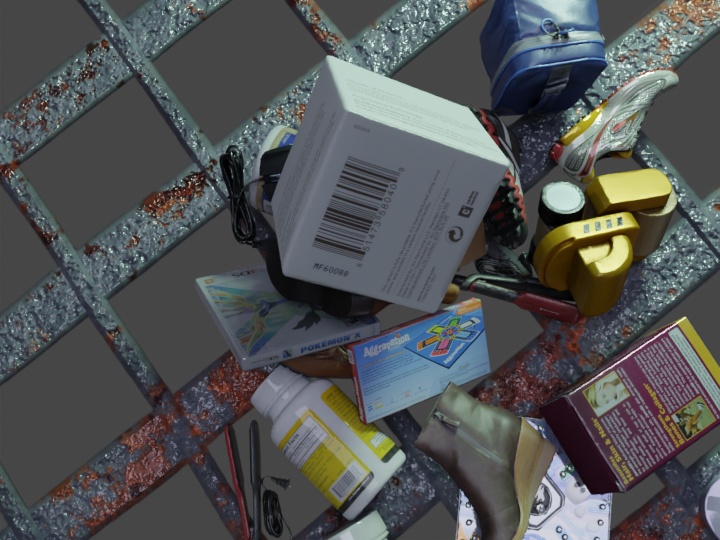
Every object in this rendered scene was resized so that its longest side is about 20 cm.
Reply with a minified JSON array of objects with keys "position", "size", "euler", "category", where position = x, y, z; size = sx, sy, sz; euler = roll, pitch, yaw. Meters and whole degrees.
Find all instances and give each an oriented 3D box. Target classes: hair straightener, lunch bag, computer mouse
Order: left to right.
[{"position":[-0.128,0.298,1.116],"size":[0.075,0.041,0.204],"euler":[-10,79,3],"category":"hair straightener"},{"position":[-0.086,-0.092,1.068],"size":[0.196,0.046,0.143],"euler":[-3,100,13],"category":"computer mouse"},{"position":[0.205,0.013,1.144],"size":[0.196,0.041,0.078],"euler":[11,56,12],"category":"hair straightener"},{"position":[0.240,-0.281,1.111],"size":[0.133,0.200,0.135],"euler":[-8,82,-3],"category":"lunch bag"}]

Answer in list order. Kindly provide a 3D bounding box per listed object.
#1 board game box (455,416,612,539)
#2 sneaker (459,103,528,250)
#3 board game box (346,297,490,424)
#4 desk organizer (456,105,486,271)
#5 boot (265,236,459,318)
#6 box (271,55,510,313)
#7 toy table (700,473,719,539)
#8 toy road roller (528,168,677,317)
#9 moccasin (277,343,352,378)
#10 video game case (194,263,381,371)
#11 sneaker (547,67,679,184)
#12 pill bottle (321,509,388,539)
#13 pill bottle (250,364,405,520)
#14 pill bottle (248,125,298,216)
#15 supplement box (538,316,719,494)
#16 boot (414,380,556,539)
[{"position":[0.227,0.296,1.097],"size":[0.196,0.026,0.204],"euler":[6,81,6],"category":"board game box"},{"position":[0.187,-0.131,1.143],"size":[0.070,0.097,0.204],"euler":[-22,90,41],"category":"sneaker"},{"position":[0.078,0.113,1.081],"size":[0.197,0.019,0.105],"euler":[-17,106,-27],"category":"board game box"},{"position":[0.108,-0.108,1.101],"size":[0.071,0.076,0.204],"euler":[2,106,39],"category":"desk organizer"},{"position":[0.000,0.000,1.070],"size":[0.186,0.198,0.070],"euler":[18,106,42],"category":"boot"},{"position":[0.023,-0.095,0.953],"size":[0.197,0.172,0.201],"euler":[15,117,-20],"category":"box"},{"position":[0.533,0.304,1.027],"size":[0.196,0.117,0.188],"euler":[-4,80,3],"category":"toy table"},{"position":[0.313,-0.028,1.066],"size":[0.196,0.124,0.148],"euler":[-11,52,-8],"category":"toy road roller"},{"position":[-0.025,0.099,1.083],"size":[0.198,0.074,0.079],"euler":[15,120,-19],"category":"moccasin"},{"position":[-0.096,0.044,1.071],"size":[0.179,0.200,0.022],"euler":[-13,123,-23],"category":"video game case"},{"position":[0.354,-0.197,1.157],"size":[0.199,0.078,0.083],"euler":[-41,83,6],"category":"sneaker"},{"position":[0.026,0.411,1.047],"size":[0.112,0.114,0.202],"euler":[-28,79,-1],"category":"pill bottle"},{"position":[-0.046,0.210,1.090],"size":[0.200,0.111,0.111],"euler":[44,86,10],"category":"pill bottle"},{"position":[-0.039,-0.108,1.141],"size":[0.197,0.120,0.122],"euler":[21,82,7],"category":"pill bottle"},{"position":[0.346,0.170,1.053],"size":[0.198,0.103,0.132],"euler":[-28,79,-15],"category":"supplement box"},{"position":[0.137,0.261,1.057],"size":[0.164,0.072,0.202],"euler":[28,72,2],"category":"boot"}]
